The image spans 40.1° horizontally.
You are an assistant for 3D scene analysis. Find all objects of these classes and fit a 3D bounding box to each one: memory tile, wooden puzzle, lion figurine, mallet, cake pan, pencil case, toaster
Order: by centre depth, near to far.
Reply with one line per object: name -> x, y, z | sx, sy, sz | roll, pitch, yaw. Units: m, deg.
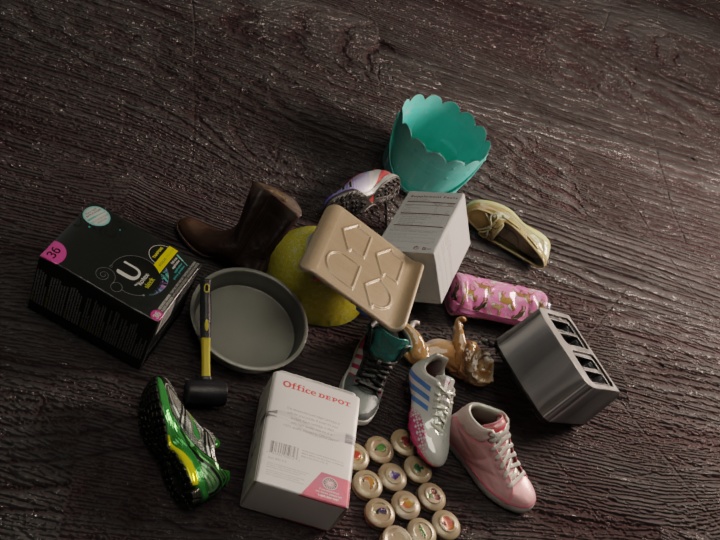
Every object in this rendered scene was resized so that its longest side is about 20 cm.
mallet -> -0.248, 0.112, 1.519 | 0.066, 0.041, 0.200 | -4, 77, -24
memory tile -> 0.061, 0.345, 1.545 | 0.153, 0.017, 0.200 | -7, 56, -34
cake pan -> -0.186, 0.086, 1.620 | 0.200, 0.037, 0.201 | 14, 49, -17
wooden puzzle -> 0.000, 0.000, 1.653 | 0.200, 0.046, 0.185 | 33, 39, -10
toaster -> 0.341, 0.171, 1.743 | 0.200, 0.119, 0.181 | 16, 38, -53
lion figurine -> 0.138, 0.142, 1.746 | 0.200, 0.072, 0.123 | 3, 66, -8
pencil case -> 0.256, 0.061, 1.869 | 0.200, 0.083, 0.087 | 13, 7, -19

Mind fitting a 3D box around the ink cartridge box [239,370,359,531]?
ink cartridge box -> -0.088, 0.268, 1.483 | 0.146, 0.083, 0.200 | 19, 45, -13

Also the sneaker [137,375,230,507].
sneaker -> -0.258, 0.242, 1.429 | 0.085, 0.078, 0.200 | -11, 66, -44

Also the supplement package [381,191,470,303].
supplement package -> 0.119, -0.046, 1.834 | 0.117, 0.117, 0.200 | 4, 37, 23

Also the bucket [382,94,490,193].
bucket -> 0.151, -0.249, 2.051 | 0.207, 0.135, 0.207 | 15, 45, -16

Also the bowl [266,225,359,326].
bowl -> -0.064, -0.012, 1.736 | 0.200, 0.108, 0.200 | 16, 45, -17

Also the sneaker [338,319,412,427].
sneaker -> 0.029, 0.153, 1.626 | 0.084, 0.121, 0.200 | 24, 44, -8

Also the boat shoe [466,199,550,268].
boat shoe -> 0.300, -0.074, 2.025 | 0.200, 0.073, 0.063 | 33, 38, -9

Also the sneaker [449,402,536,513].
sneaker -> 0.224, 0.300, 1.616 | 0.200, 0.105, 0.075 | 46, 43, 14

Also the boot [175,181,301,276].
boot -> -0.205, -0.090, 1.657 | 0.186, 0.200, 0.064 | 32, 43, 0

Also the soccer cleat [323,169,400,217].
soccer cleat -> -0.010, -0.150, 1.934 | 0.073, 0.068, 0.200 | 30, 41, 34

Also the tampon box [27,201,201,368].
tampon box -> -0.376, 0.021, 1.514 | 0.200, 0.126, 0.150 | 30, 42, -2

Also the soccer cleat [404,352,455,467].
soccer cleat -> 0.122, 0.223, 1.628 | 0.070, 0.086, 0.200 | 27, 38, -33
